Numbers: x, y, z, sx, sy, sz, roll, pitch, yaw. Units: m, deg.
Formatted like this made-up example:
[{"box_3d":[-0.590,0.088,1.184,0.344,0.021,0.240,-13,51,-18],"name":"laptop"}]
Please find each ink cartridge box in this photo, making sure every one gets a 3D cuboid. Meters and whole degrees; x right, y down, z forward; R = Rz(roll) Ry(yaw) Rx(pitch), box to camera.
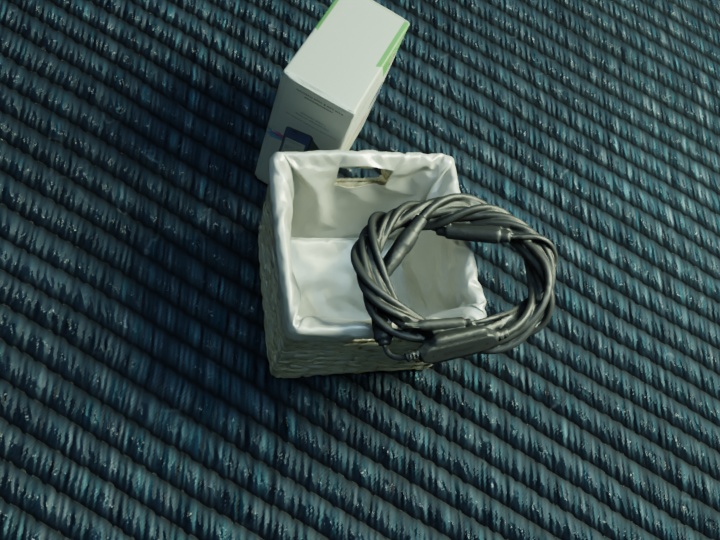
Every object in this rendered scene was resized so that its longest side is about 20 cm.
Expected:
[{"box_3d":[-0.036,-0.185,0.996,0.087,0.200,0.145,30,60,-2],"name":"ink cartridge box"}]

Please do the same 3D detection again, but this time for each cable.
[{"box_3d":[0.091,0.002,0.847,0.200,0.051,0.163,-14,64,-16],"name":"cable"}]

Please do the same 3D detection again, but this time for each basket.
[{"box_3d":[0.000,0.000,0.936,0.198,0.161,0.200,-1,64,-15],"name":"basket"}]
